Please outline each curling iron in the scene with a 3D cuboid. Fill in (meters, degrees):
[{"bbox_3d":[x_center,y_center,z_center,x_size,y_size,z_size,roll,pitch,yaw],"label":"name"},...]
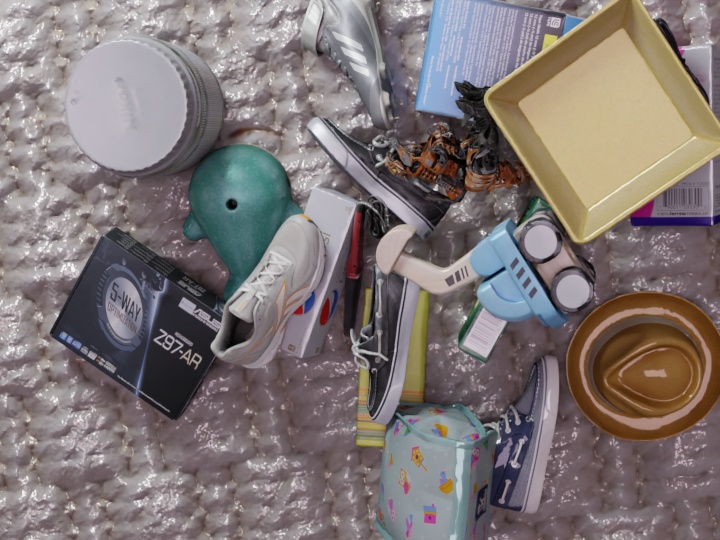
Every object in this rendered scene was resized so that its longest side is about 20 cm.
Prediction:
[{"bbox_3d":[0.000,0.000,1.518,0.049,0.025,0.202,32,126,25],"label":"curling iron"}]

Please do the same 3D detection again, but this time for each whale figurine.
[{"bbox_3d":[-0.145,-0.052,1.524,0.156,0.104,0.204,-3,101,4],"label":"whale figurine"}]

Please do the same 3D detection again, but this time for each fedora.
[{"bbox_3d":[0.351,0.122,1.512,0.197,0.082,0.205,0,96,5],"label":"fedora"}]

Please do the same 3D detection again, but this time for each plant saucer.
[{"bbox_3d":[0.267,-0.166,1.363,0.199,0.048,0.201,-34,91,14],"label":"plant saucer"}]

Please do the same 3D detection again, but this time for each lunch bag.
[{"bbox_3d":[0.096,0.259,1.482,0.120,0.200,0.174,4,96,-15],"label":"lunch bag"}]

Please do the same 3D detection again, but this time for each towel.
[{"bbox_3d":[0.041,0.124,1.573,0.084,0.018,0.204,3,96,-1],"label":"towel"}]

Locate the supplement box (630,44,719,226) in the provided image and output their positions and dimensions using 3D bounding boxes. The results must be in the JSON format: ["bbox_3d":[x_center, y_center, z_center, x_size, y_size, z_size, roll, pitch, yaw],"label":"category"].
[{"bbox_3d":[0.375,-0.158,1.458,0.100,0.103,0.204,2,98,30],"label":"supplement box"}]

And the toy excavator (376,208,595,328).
[{"bbox_3d":[0.141,0.000,1.397,0.199,0.100,0.196,-34,93,15],"label":"toy excavator"}]

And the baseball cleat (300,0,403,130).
[{"bbox_3d":[-0.014,-0.257,1.507,0.105,0.070,0.204,-13,75,13],"label":"baseball cleat"}]

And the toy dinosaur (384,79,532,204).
[{"bbox_3d":[0.132,-0.141,1.452,0.197,0.102,0.138,-1,114,-21],"label":"toy dinosaur"}]

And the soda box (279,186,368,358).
[{"bbox_3d":[-0.055,0.003,1.535,0.063,0.068,0.203,21,97,17],"label":"soda box"}]

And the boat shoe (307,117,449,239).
[{"bbox_3d":[0.025,-0.127,1.511,0.199,0.074,0.068,41,91,-2],"label":"boat shoe"}]

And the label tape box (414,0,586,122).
[{"bbox_3d":[0.173,-0.246,1.499,0.196,0.066,0.146,11,98,0],"label":"label tape box"}]

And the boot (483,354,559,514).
[{"bbox_3d":[0.188,0.200,1.538,0.089,0.073,0.204,8,97,-2],"label":"boot"}]

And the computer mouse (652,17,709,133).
[{"bbox_3d":[0.303,-0.183,1.420,0.199,0.046,0.141,-37,89,34],"label":"computer mouse"}]

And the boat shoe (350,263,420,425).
[{"bbox_3d":[0.023,0.089,1.509,0.067,0.074,0.203,7,110,-12],"label":"boat shoe"}]

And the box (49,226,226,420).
[{"bbox_3d":[-0.269,0.067,1.561,0.199,0.044,0.161,34,111,0],"label":"box"}]

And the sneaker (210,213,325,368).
[{"bbox_3d":[-0.110,0.027,1.469,0.075,0.092,0.203,29,101,24],"label":"sneaker"}]

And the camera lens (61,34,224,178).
[{"bbox_3d":[-0.251,-0.192,1.469,0.157,0.200,0.163,0,96,4],"label":"camera lens"}]

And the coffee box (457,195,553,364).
[{"bbox_3d":[0.181,0.009,1.496,0.044,0.123,0.202,28,96,2],"label":"coffee box"}]
